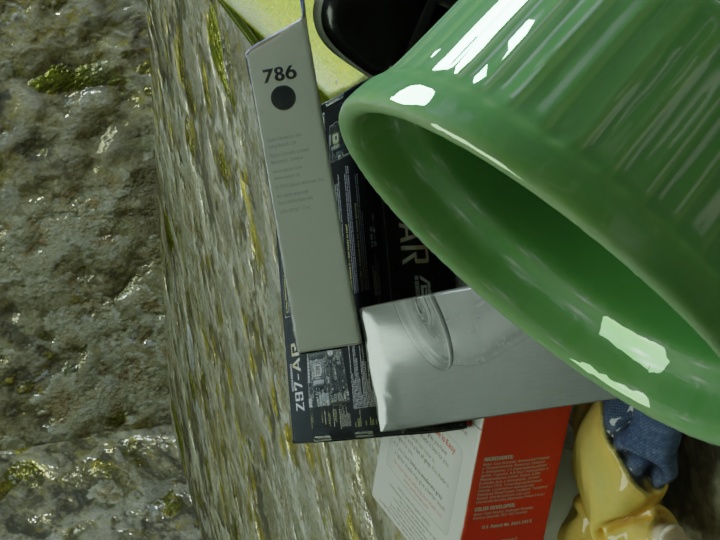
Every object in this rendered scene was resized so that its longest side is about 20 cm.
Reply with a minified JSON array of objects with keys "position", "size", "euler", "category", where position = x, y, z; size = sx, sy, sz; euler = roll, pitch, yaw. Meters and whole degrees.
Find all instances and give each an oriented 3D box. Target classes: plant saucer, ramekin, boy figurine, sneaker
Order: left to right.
[{"position":[-0.021,-0.137,1.161],"size":[0.200,0.048,0.200],"euler":[44,178,30],"category":"plant saucer"},{"position":[0.081,-0.114,0.880],"size":[0.112,0.200,0.073],"euler":[-153,80,-71],"category":"sneaker"},{"position":[0.098,-0.033,0.646],"size":[0.200,0.098,0.200],"euler":[38,170,8],"category":"ramekin"},{"position":[0.156,0.114,0.960],"size":[0.200,0.064,0.124],"euler":[95,162,-47],"category":"boy figurine"}]

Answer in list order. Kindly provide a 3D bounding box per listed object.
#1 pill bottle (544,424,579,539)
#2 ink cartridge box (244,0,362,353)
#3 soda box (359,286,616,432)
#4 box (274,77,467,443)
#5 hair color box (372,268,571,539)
[{"position":[0.091,0.131,1.161],"size":[0.200,0.104,0.104],"euler":[-152,54,-74],"category":"pill bottle"},{"position":[-0.033,-0.056,0.922],"size":[0.099,0.039,0.200],"euler":[101,161,-87],"category":"ink cartridge box"},{"position":[0.103,0.034,0.854],"size":[0.063,0.200,0.068],"euler":[-3,-97,-62],"category":"soda box"},{"position":[0.000,0.000,1.012],"size":[0.160,0.043,0.200],"euler":[161,105,-64],"category":"box"},{"position":[0.069,0.072,0.997],"size":[0.111,0.064,0.200],"euler":[-133,45,-54],"category":"hair color box"}]
